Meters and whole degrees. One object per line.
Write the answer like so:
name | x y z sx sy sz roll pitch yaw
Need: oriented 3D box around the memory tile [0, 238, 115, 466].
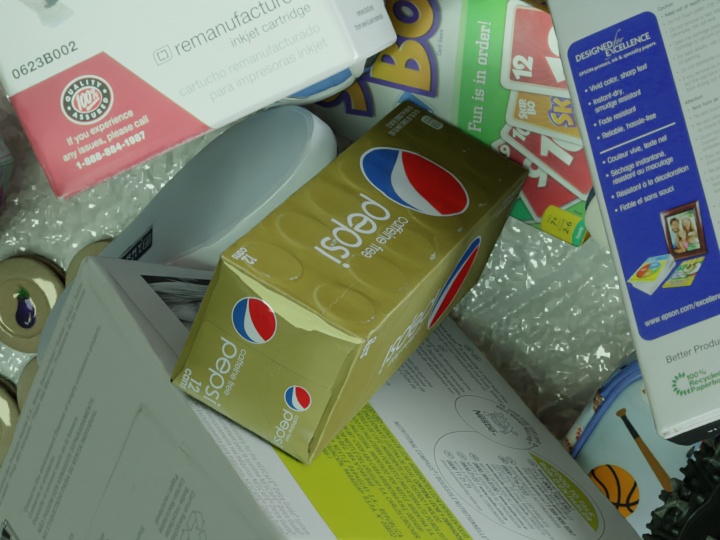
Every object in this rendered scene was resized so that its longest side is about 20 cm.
memory tile | -0.126 0.060 1.220 0.199 0.017 0.154 -13 102 24

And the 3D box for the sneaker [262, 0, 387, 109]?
sneaker | -0.080 -0.103 1.091 0.199 0.077 0.076 -2 99 31

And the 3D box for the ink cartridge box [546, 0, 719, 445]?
ink cartridge box | 0.137 -0.042 0.955 0.094 0.037 0.201 -22 71 25

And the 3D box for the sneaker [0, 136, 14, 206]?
sneaker | -0.226 -0.015 1.201 0.200 0.088 0.082 -27 100 49

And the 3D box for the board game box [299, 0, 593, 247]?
board game box | 0.028 -0.095 1.106 0.199 0.030 0.096 26 115 14

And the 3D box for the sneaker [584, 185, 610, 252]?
sneaker | 0.156 -0.096 1.022 0.200 0.075 0.085 -47 53 15

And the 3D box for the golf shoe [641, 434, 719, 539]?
golf shoe | 0.188 0.083 0.977 0.094 0.078 0.200 34 96 -25

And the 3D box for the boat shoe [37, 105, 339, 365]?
boat shoe | -0.067 -0.003 1.133 0.065 0.074 0.200 30 134 -28

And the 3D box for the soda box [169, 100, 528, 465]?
soda box | 0.000 0.000 1.023 0.068 0.200 0.064 30 120 9

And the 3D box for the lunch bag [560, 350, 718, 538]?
lunch bag | 0.151 0.128 1.103 0.160 0.076 0.200 36 119 7

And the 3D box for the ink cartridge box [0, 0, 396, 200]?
ink cartridge box | -0.095 -0.151 1.007 0.145 0.083 0.201 -24 95 16

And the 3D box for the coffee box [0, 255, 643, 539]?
coffee box | -0.031 0.139 1.059 0.200 0.197 0.200 48 122 46
